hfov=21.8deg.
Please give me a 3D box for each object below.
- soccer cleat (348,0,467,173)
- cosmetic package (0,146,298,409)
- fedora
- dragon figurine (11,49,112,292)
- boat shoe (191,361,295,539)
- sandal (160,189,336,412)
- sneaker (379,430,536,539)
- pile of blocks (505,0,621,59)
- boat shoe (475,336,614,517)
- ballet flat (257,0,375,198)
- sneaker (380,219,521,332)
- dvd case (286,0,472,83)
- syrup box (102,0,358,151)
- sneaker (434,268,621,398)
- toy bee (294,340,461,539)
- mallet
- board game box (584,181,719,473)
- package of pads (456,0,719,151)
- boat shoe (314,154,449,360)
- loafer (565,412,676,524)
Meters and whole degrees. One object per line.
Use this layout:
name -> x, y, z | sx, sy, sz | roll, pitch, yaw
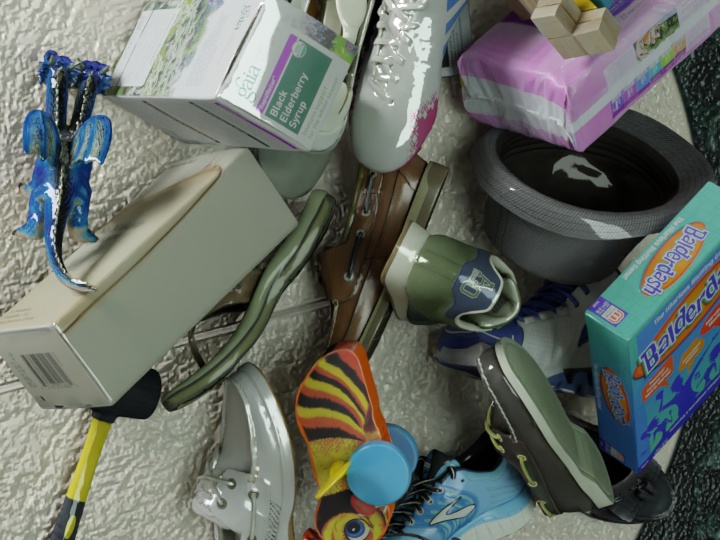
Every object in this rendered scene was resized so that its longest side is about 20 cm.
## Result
soccer cleat -> 0.031, -0.174, 1.376 | 0.200, 0.070, 0.086 | -71, 157, -12
cosmetic package -> -0.149, 0.005, 1.291 | 0.200, 0.103, 0.073 | -47, 113, -32
fedora -> 0.174, -0.052, 1.483 | 0.200, 0.177, 0.090 | -18, 135, -39
dragon figurine -> -0.199, -0.073, 1.255 | 0.059, 0.200, 0.100 | 6, 123, -10
boat shoe -> -0.089, 0.167, 1.380 | 0.069, 0.071, 0.200 | -11, 110, -21
sandal -> -0.089, 0.019, 1.377 | 0.057, 0.080, 0.201 | 34, 75, -2
sneaker -> 0.049, 0.183, 1.463 | 0.200, 0.078, 0.090 | -27, 120, -34
pile of blocks -> 0.137, -0.227, 1.403 | 0.082, 0.200, 0.062 | -44, 124, 3
boat shoe -> 0.131, 0.128, 1.437 | 0.060, 0.072, 0.201 | -22, 132, 17
ballet flat -> -0.029, -0.150, 1.359 | 0.067, 0.064, 0.200 | 11, 91, -31
sneaker -> 0.075, 0.019, 1.388 | 0.090, 0.200, 0.067 | 25, 85, 13
dvd case -> -0.007, -0.211, 1.416 | 0.200, 0.025, 0.151 | -12, 102, -30
syrup box -> -0.092, -0.134, 1.273 | 0.081, 0.200, 0.079 | 29, 80, -29
sneaker -> 0.152, 0.041, 1.515 | 0.199, 0.080, 0.115 | 11, 87, -38
toy bee -> -0.008, 0.160, 1.366 | 0.109, 0.131, 0.200 | -26, 75, 10
mallet -> -0.210, 0.153, 1.338 | 0.066, 0.041, 0.200 | 26, 87, -28
board game box -> 0.243, 0.048, 1.456 | 0.152, 0.045, 0.200 | -44, 148, -19
package of pads -> 0.180, -0.181, 1.461 | 0.200, 0.120, 0.076 | -42, 135, -26
boat shoe -> 0.000, 0.000, 1.428 | 0.068, 0.072, 0.200 | 23, 95, 3
loafer -> 0.197, 0.164, 1.557 | 0.200, 0.063, 0.072 | 32, 80, -29
